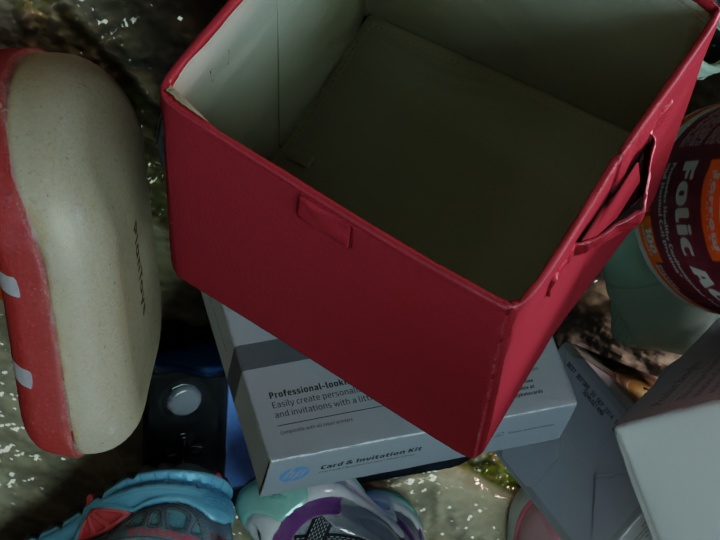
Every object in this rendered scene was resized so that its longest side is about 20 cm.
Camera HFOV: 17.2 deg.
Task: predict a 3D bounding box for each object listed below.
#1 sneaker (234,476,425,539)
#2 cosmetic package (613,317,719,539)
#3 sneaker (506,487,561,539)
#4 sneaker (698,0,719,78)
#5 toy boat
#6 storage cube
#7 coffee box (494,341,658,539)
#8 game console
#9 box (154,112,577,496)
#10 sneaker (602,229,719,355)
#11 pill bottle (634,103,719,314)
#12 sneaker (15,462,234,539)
[{"bbox_3d":[0.012,0.184,1.293,0.078,0.140,0.200,-40,153,8],"label":"sneaker"},{"bbox_3d":[0.266,0.100,1.188,0.200,0.167,0.167,-16,100,33],"label":"cosmetic package"},{"bbox_3d":[0.133,0.225,1.426,0.075,0.105,0.201,-17,128,-15],"label":"sneaker"},{"bbox_3d":[0.129,-0.093,1.166,0.074,0.118,0.201,-57,149,-19],"label":"sneaker"},{"bbox_3d":[-0.170,-0.010,1.136,0.130,0.131,0.200,0,125,5],"label":"toy boat"},{"bbox_3d":[0.031,-0.052,1.046,0.171,0.200,0.180,-54,169,-22],"label":"storage cube"},{"bbox_3d":[0.181,0.125,1.350,0.200,0.113,0.080,22,112,-45],"label":"coffee box"},{"bbox_3d":[-0.006,0.075,1.254,0.199,0.118,0.171,-8,125,-18],"label":"game console"},{"bbox_3d":[0.000,0.000,1.156,0.156,0.200,0.041,-9,151,-17],"label":"box"},{"bbox_3d":[0.227,-0.012,1.321,0.200,0.074,0.118,-7,119,-7],"label":"sneaker"},{"bbox_3d":[0.214,-0.030,1.160,0.114,0.200,0.115,0,91,-11],"label":"pill bottle"},{"bbox_3d":[-0.144,0.182,1.259,0.079,0.096,0.200,23,133,-36],"label":"sneaker"}]
